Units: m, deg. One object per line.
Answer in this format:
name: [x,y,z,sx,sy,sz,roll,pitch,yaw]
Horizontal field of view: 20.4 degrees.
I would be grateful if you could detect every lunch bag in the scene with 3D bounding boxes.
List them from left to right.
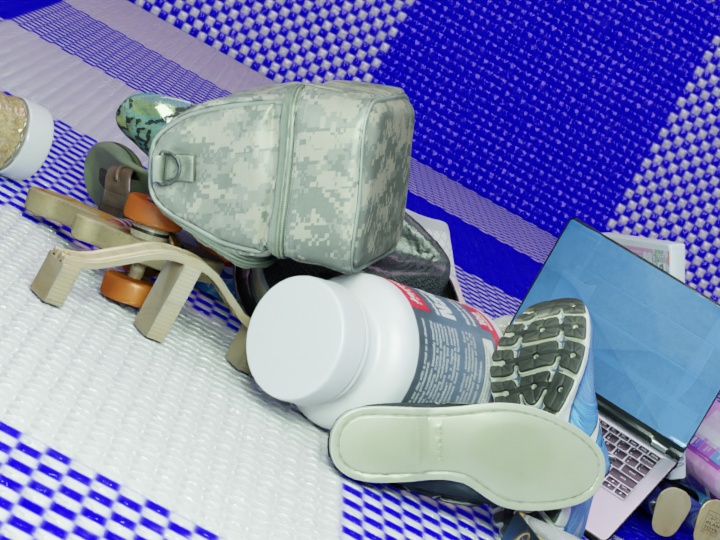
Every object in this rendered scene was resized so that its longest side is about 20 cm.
lunch bag: [-0.058,-0.077,1.496,0.167,0.140,0.200,9,9,10]

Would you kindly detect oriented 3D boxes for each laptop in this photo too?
laptop: [0.185,0.087,1.645,0.187,0.116,0.200,32,43,21]

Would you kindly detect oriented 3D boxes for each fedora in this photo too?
fedora: [0.000,0.000,1.628,0.200,0.092,0.201,11,52,-15]

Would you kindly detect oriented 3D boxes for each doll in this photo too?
doll: [0.268,0.198,1.776,0.136,0.049,0.200,18,5,-11]

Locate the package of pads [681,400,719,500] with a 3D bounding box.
package of pads: [0.357,0.204,1.830,0.200,0.076,0.121,38,-17,39]

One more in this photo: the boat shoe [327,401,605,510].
boat shoe: [0.071,0.129,1.415,0.198,0.075,0.066,2,-1,-11]

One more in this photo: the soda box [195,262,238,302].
soda box: [-0.106,-0.021,1.775,0.068,0.064,0.200,29,10,-2]

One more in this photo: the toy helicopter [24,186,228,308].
toy helicopter: [-0.184,-0.030,1.570,0.200,0.079,0.132,22,8,38]

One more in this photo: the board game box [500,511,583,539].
board game box: [0.182,0.239,1.332,0.135,0.035,0.200,26,10,-21]

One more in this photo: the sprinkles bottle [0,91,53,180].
sprinkles bottle: [-0.348,-0.134,1.635,0.200,0.068,0.068,21,12,-41]

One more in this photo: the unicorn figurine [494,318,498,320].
unicorn figurine: [0.044,0.036,1.949,0.199,0.074,0.137,16,17,9]

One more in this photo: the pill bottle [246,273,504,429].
pill bottle: [0.013,0.066,1.487,0.119,0.120,0.200,36,11,37]

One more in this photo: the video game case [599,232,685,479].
video game case: [0.244,0.071,1.751,0.018,0.201,0.143,-3,6,-20]

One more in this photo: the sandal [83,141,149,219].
sandal: [-0.201,-0.057,1.691,0.057,0.080,0.201,3,14,-32]

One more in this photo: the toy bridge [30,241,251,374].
toy bridge: [-0.138,0.018,1.452,0.200,0.067,0.027,22,11,-37]

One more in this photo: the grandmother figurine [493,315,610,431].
grandmother figurine: [0.167,0.109,1.766,0.121,0.061,0.200,-14,41,-22]

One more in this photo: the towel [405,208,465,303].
towel: [0.033,0.021,1.768,0.200,0.032,0.192,21,49,-48]

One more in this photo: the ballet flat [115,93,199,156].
ballet flat: [-0.120,-0.092,1.733,0.199,0.074,0.074,20,12,-29]

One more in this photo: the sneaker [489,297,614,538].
sneaker: [0.144,0.118,1.500,0.078,0.201,0.089,-2,-22,29]
